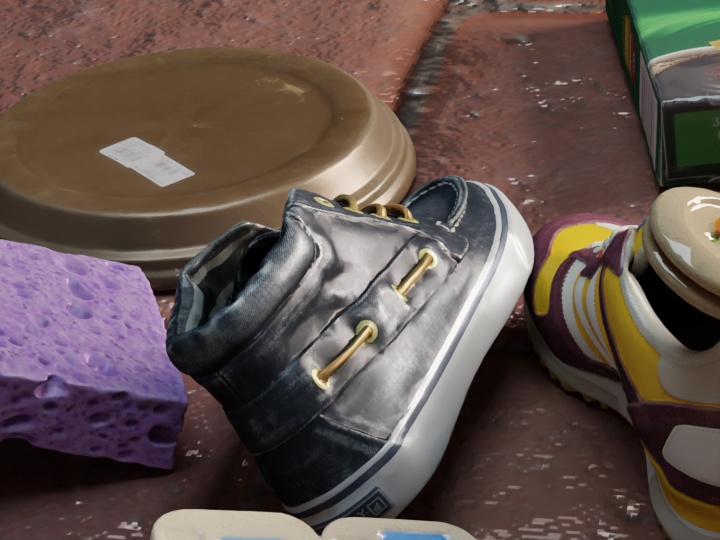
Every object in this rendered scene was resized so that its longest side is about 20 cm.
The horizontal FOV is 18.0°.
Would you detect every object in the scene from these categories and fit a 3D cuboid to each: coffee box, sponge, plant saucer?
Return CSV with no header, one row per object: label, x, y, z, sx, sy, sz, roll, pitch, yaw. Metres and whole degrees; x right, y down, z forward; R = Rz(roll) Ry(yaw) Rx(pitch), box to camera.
coffee box,0.177,-0.102,1.005,0.122,0.044,0.200,-4,28,3
sponge,-0.163,0.016,0.784,0.199,0.030,0.112,10,24,-20
plant saucer,-0.076,-0.050,0.972,0.198,0.030,0.200,-4,29,2

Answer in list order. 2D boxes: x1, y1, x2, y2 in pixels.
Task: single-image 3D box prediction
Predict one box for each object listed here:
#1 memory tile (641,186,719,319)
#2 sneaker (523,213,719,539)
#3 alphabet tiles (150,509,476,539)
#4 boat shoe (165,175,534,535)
memory tile,0.176,0.044,0.649,0.152,0.017,0.201,-1,44,-35
sneaker,0.105,0.009,0.760,0.074,0.091,0.200,-12,29,-12
alphabet tiles,0.005,0.131,0.572,0.194,0.015,0.200,4,33,-17
boat shoe,0.000,0.000,0.774,0.071,0.091,0.201,-30,18,27
